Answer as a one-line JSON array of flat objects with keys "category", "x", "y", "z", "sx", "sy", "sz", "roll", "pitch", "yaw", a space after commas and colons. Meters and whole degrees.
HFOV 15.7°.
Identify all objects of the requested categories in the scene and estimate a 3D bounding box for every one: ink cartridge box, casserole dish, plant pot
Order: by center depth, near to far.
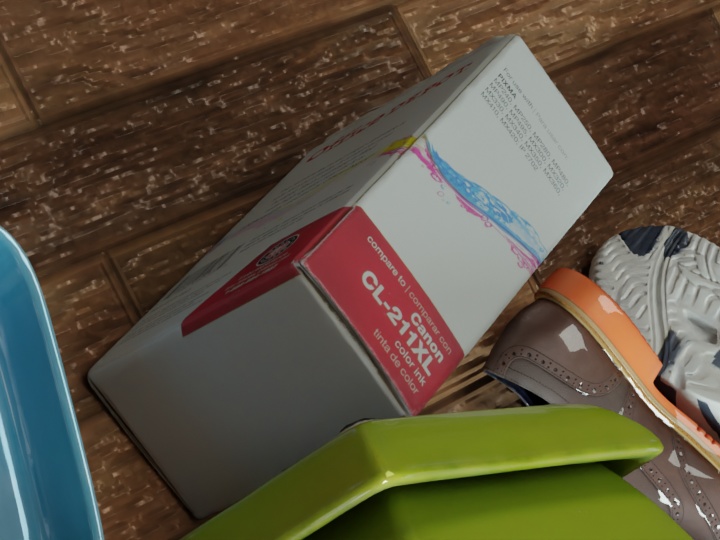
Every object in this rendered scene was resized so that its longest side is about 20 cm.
[{"category": "casserole dish", "x": -0.168, "y": 0.065, "z": 1.015, "sx": 0.121, "sy": 0.039, "sz": 0.201, "roll": -2, "pitch": 69, "yaw": -43}, {"category": "plant pot", "x": 0.034, "y": 0.163, "z": 1.040, "sx": 0.199, "sy": 0.200, "sz": 0.182, "roll": -2, "pitch": 65, "yaw": -45}, {"category": "ink cartridge box", "x": 0.000, "y": 0.000, "z": 1.126, "sx": 0.083, "sy": 0.146, "sz": 0.200, "roll": 53, "pitch": 44, "yaw": -9}]

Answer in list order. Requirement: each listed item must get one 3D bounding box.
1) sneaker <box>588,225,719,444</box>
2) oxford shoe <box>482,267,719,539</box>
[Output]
[{"category": "sneaker", "x": 0.193, "y": 0.072, "z": 1.329, "sx": 0.199, "sy": 0.130, "sz": 0.079, "roll": 36, "pitch": 67, "yaw": 27}, {"category": "oxford shoe", "x": 0.131, "y": 0.095, "z": 1.271, "sx": 0.073, "sy": 0.071, "sz": 0.200, "roll": -43, "pitch": 106, "yaw": -16}]
